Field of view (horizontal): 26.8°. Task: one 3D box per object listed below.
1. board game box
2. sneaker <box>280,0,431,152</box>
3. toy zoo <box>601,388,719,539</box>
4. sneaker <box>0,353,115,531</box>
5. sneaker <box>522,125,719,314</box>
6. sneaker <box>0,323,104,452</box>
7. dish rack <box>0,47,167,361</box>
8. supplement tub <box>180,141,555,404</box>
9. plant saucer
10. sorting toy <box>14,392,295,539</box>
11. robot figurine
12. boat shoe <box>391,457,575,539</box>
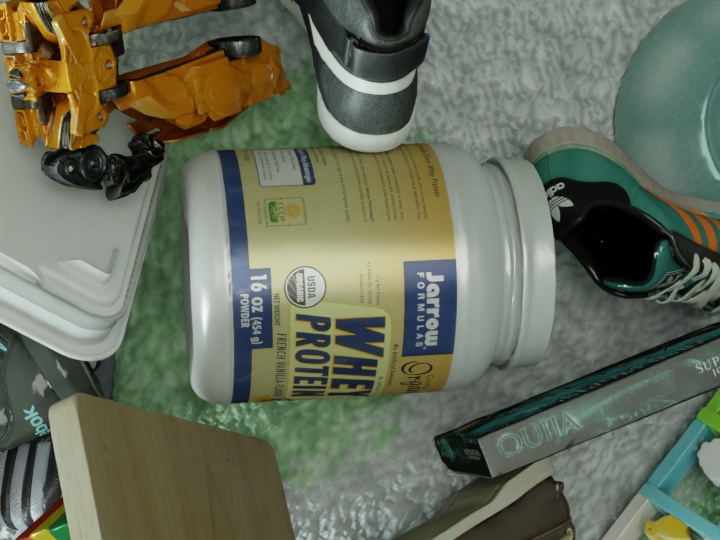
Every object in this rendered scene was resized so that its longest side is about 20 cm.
[{"bbox_3d":[0.149,0.073,0.888,0.200,0.135,0.028,-21,87,-10],"label":"board game box"},{"bbox_3d":[0.000,-0.175,0.850,0.073,0.112,0.200,-5,53,-17],"label":"sneaker"},{"bbox_3d":[0.222,0.163,0.908,0.200,0.131,0.020,-51,137,-8],"label":"toy zoo"},{"bbox_3d":[-0.172,0.062,0.884,0.074,0.088,0.200,0,64,17],"label":"sneaker"},{"bbox_3d":[0.180,-0.008,0.902,0.200,0.071,0.080,26,39,-24],"label":"sneaker"},{"bbox_3d":[-0.220,0.015,0.824,0.079,0.075,0.200,-35,59,-9],"label":"sneaker"},{"bbox_3d":[-0.180,-0.058,0.813,0.171,0.200,0.044,31,125,-20],"label":"dish rack"},{"bbox_3d":[0.000,0.000,0.864,0.200,0.144,0.145,-3,87,-9],"label":"supplement tub"},{"bbox_3d":[0.264,-0.088,0.963,0.201,0.039,0.201,0,87,-9],"label":"plant saucer"},{"bbox_3d":[-0.101,0.183,0.794,0.070,0.199,0.200,-23,68,20],"label":"sorting toy"},{"bbox_3d":[-0.118,-0.122,0.818,0.200,0.058,0.145,-27,117,-48],"label":"robot figurine"},{"bbox_3d":[0.049,0.174,0.875,0.200,0.072,0.060,-27,91,-37],"label":"boat shoe"}]
